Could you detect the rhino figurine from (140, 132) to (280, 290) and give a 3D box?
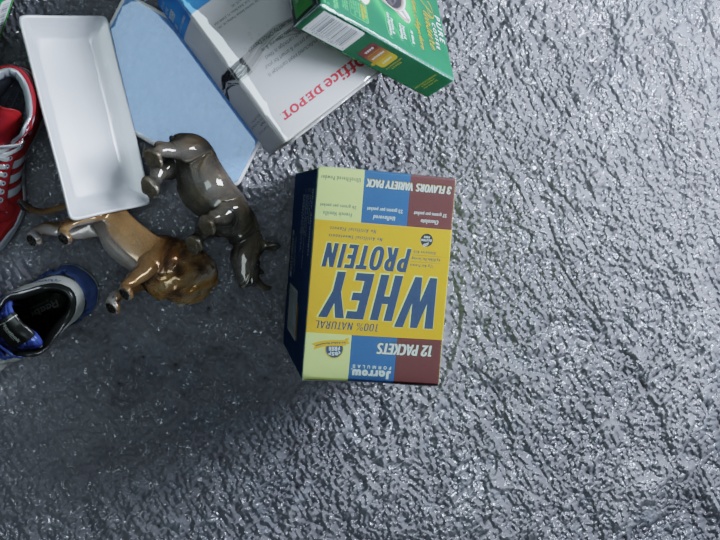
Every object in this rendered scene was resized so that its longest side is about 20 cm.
[{"bbox_3d":[-0.150,-0.059,0.906,0.060,0.088,0.201,-22,111,37],"label":"rhino figurine"}]

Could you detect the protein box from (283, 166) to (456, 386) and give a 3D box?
[{"bbox_3d":[0.000,0.000,0.881,0.134,0.200,0.201,4,94,-11],"label":"protein box"}]

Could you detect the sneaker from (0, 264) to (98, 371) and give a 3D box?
[{"bbox_3d":[-0.365,0.062,0.863,0.199,0.115,0.081,-33,98,-6],"label":"sneaker"}]

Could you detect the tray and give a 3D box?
[{"bbox_3d":[-0.283,-0.157,0.871,0.022,0.107,0.202,-7,99,35],"label":"tray"}]

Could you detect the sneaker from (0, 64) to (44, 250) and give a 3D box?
[{"bbox_3d":[-0.366,-0.110,0.850,0.071,0.112,0.202,16,91,-11],"label":"sneaker"}]

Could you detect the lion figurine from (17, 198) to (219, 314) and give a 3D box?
[{"bbox_3d":[-0.248,-0.029,0.896,0.200,0.072,0.123,45,45,-2],"label":"lion figurine"}]

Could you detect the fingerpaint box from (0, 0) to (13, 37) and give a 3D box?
[{"bbox_3d":[-0.445,-0.217,0.811,0.166,0.074,0.201,27,114,-11],"label":"fingerpaint box"}]

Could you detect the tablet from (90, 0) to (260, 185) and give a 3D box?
[{"bbox_3d":[-0.193,-0.193,0.926,0.199,0.014,0.131,28,89,-12],"label":"tablet"}]

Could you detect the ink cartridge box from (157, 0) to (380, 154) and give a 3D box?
[{"bbox_3d":[-0.093,-0.246,0.894,0.144,0.084,0.201,-39,100,-16],"label":"ink cartridge box"}]

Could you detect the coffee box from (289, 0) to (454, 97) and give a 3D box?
[{"bbox_3d":[0.010,-0.265,0.868,0.199,0.044,0.124,14,57,-44],"label":"coffee box"}]
